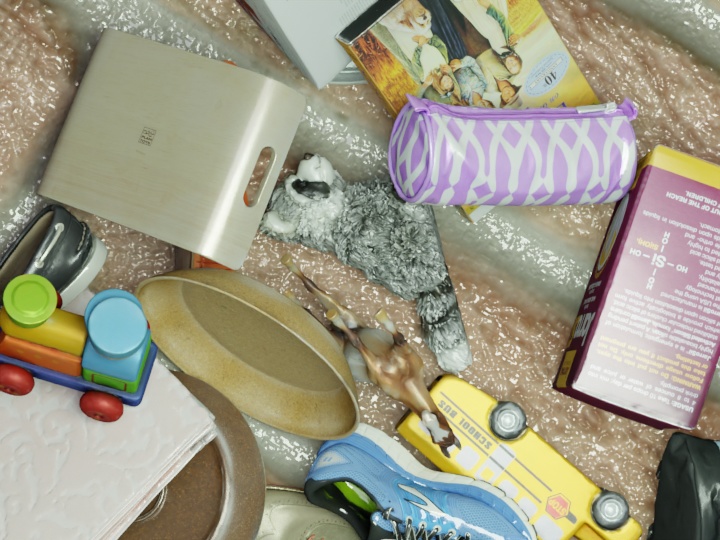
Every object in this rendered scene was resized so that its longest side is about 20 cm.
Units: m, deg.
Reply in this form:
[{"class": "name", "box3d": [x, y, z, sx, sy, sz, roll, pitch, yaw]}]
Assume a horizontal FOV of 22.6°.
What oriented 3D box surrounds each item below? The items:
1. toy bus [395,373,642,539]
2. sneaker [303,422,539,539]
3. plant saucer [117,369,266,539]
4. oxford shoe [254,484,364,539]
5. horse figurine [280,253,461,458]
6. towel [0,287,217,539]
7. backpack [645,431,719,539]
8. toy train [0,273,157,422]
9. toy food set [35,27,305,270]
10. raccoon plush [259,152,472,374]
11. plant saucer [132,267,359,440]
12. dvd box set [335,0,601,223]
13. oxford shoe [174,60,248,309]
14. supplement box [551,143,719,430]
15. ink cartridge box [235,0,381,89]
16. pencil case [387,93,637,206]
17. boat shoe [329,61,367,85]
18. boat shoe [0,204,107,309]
[{"class": "toy bus", "box3d": [0.127, 0.162, 1.435, 0.200, 0.065, 0.078, 41, 86, 1]}, {"class": "sneaker", "box3d": [0.044, 0.198, 1.392, 0.200, 0.079, 0.089, 24, 41, 17]}, {"class": "plant saucer", "box3d": [-0.175, 0.173, 1.418, 0.200, 0.034, 0.201, -2, 78, 9]}, {"class": "oxford shoe", "box3d": [-0.021, 0.220, 1.422, 0.200, 0.075, 0.071, 20, 89, 1]}, {"class": "horse figurine", "box3d": [-0.004, 0.057, 1.399, 0.050, 0.200, 0.133, -48, 129, -14]}, {"class": "towel", "box3d": [-0.228, 0.129, 1.397, 0.191, 0.032, 0.200, -45, 54, -4]}, {"class": "backpack", "box3d": [0.341, 0.210, 1.405, 0.200, 0.154, 0.163, -3, 117, -17]}, {"class": "toy train", "box3d": [-0.249, 0.036, 1.323, 0.200, 0.116, 0.085, 17, 67, -3]}, {"class": "toy food set", "box3d": [-0.149, -0.096, 1.396, 0.200, 0.060, 0.144, 19, 85, 29]}, {"class": "raccoon plush", "box3d": [0.000, 0.000, 1.433, 0.134, 0.097, 0.200, -15, 87, 5]}, {"class": "plant saucer", "box3d": [-0.081, 0.057, 1.381, 0.200, 0.200, 0.035, 31, 64, 0]}, {"class": "dvd box set", "box3d": [0.090, -0.153, 1.417, 0.146, 0.029, 0.200, -39, 123, -4]}, {"class": "oxford shoe", "box3d": [-0.136, -0.068, 1.451, 0.073, 0.071, 0.201, 3, 87, 24]}, {"class": "supplement box", "box3d": [0.235, 0.016, 1.416, 0.103, 0.131, 0.200, 20, 85, 0]}, {"class": "ink cartridge box", "box3d": [-0.079, -0.257, 1.365, 0.084, 0.200, 0.176, -42, 67, -2]}, {"class": "pencil case", "box3d": [0.120, -0.092, 1.386, 0.200, 0.086, 0.084, -4, 42, -25]}, {"class": "boat shoe", "box3d": [0.045, -0.200, 1.454, 0.201, 0.065, 0.075, -12, 87, -2]}, {"class": "boat shoe", "box3d": [-0.286, 0.034, 1.418, 0.200, 0.074, 0.060, -47, 125, -6]}]
